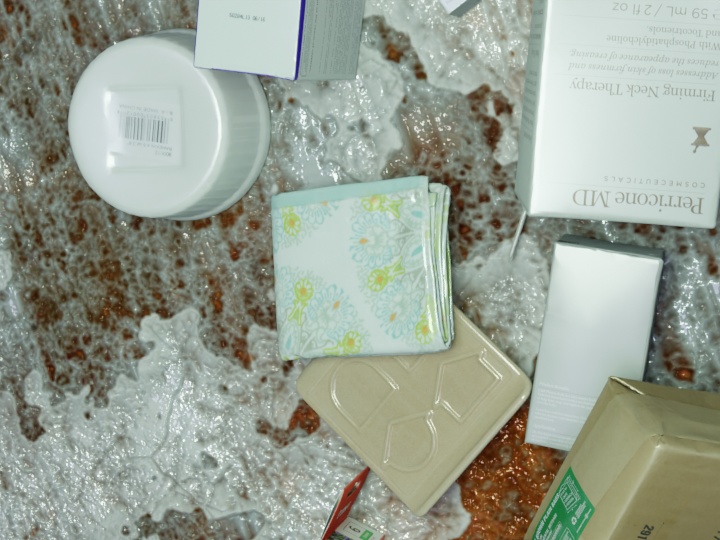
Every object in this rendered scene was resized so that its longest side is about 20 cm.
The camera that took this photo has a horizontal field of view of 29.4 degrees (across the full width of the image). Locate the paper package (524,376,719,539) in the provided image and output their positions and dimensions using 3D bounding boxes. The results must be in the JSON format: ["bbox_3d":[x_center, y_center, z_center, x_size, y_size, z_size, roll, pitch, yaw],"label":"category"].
[{"bbox_3d":[0.276,0.211,1.238,0.189,0.104,0.201,11,119,-23],"label":"paper package"}]

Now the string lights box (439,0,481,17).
[{"bbox_3d":[0.074,-0.355,1.313,0.102,0.059,0.201,-35,87,17],"label":"string lights box"}]

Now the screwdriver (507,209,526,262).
[{"bbox_3d":[0.174,-0.103,1.330,0.028,0.029,0.201,20,97,13],"label":"screwdriver"}]

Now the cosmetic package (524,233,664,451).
[{"bbox_3d":[0.225,0.072,1.313,0.106,0.090,0.202,12,98,13],"label":"cosmetic package"}]

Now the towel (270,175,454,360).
[{"bbox_3d":[0.000,0.000,1.362,0.199,0.048,0.173,-4,84,29],"label":"towel"}]

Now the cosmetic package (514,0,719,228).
[{"bbox_3d":[0.232,-0.150,1.223,0.166,0.166,0.202,4,99,2],"label":"cosmetic package"}]

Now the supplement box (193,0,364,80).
[{"bbox_3d":[-0.072,-0.235,1.299,0.100,0.200,0.104,9,101,16],"label":"supplement box"}]

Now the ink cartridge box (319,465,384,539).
[{"bbox_3d":[-0.020,0.307,1.404,0.050,0.109,0.201,25,104,12],"label":"ink cartridge box"}]

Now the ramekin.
[{"bbox_3d":[-0.201,-0.147,1.403,0.199,0.098,0.202,2,98,16],"label":"ramekin"}]

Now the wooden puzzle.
[{"bbox_3d":[0.054,0.115,1.384,0.200,0.046,0.186,45,107,20],"label":"wooden puzzle"}]
